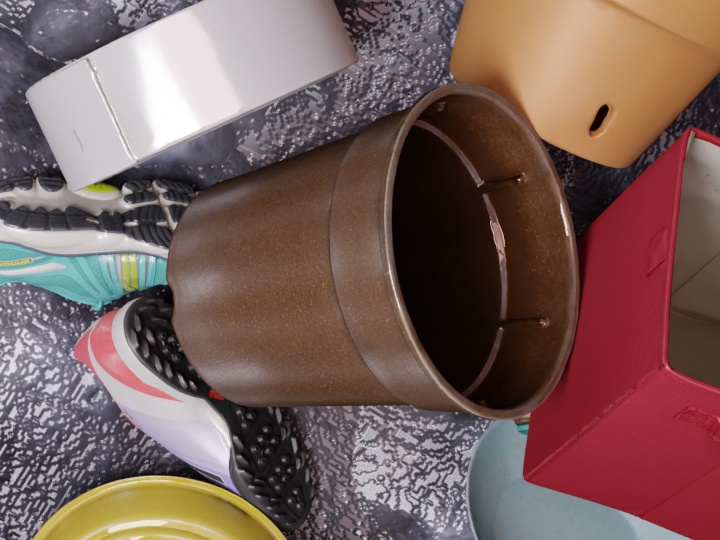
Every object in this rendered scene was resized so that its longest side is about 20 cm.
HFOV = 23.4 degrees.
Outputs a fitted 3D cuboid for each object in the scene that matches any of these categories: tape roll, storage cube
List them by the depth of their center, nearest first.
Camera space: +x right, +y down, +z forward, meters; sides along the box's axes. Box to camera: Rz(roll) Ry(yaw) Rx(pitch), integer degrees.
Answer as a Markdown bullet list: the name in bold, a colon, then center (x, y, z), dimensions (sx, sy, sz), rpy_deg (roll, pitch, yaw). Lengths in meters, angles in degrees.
- **storage cube**: center (0.221, 0.053, 1.078), dimensions (0.171, 0.180, 0.200), rpy_deg (20, 57, -13)
- **tape roll**: center (-0.104, -0.120, 1.083), dimensions (0.202, 0.202, 0.071), rpy_deg (-24, 96, -4)

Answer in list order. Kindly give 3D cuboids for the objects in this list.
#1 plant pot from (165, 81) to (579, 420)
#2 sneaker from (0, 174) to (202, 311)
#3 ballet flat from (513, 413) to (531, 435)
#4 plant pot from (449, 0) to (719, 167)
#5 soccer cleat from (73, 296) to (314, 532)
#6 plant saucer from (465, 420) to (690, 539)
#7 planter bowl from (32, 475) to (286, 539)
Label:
- **plant pot**: center (0.000, 0.000, 1.076), dimensions (0.198, 0.200, 0.201), rpy_deg (-9, 96, 38)
- **sneaker**: center (-0.161, -0.014, 1.158), dimensions (0.200, 0.078, 0.080), rpy_deg (7, 130, -15)
- **ballet flat**: center (0.196, 0.103, 1.180), dimensions (0.200, 0.069, 0.063), rpy_deg (20, 72, -22)
- **plant pot**: center (0.148, -0.160, 1.123), dimensions (0.200, 0.200, 0.140), rpy_deg (27, 107, -7)
- **soccer cleat**: center (-0.109, 0.102, 1.173), dimensions (0.200, 0.073, 0.068), rpy_deg (50, 44, -21)
- **plant saucer**: center (0.150, 0.184, 1.168), dimensions (0.201, 0.201, 0.039), rpy_deg (31, 134, -7)
- **planter bowl**: center (-0.134, 0.243, 1.138), dimensions (0.200, 0.083, 0.201), rpy_deg (0, 109, -1)
